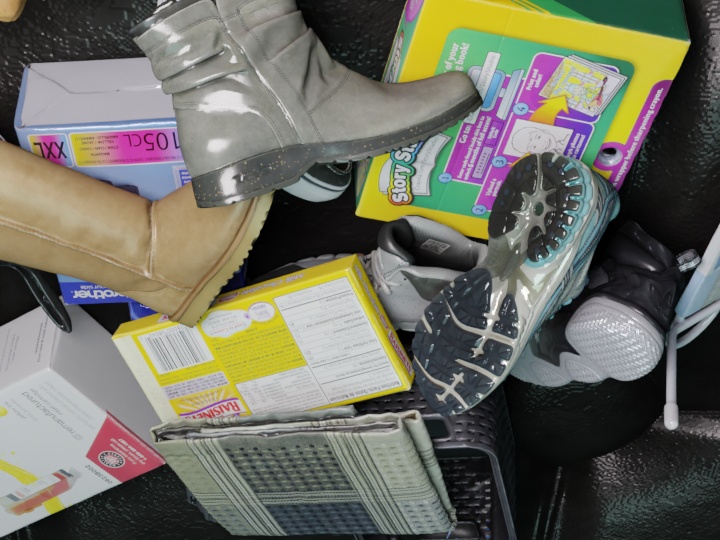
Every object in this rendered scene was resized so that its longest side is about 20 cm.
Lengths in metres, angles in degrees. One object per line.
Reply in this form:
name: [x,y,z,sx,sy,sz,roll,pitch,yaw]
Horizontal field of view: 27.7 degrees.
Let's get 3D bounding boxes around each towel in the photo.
towel: [-0.036,0.150,1.087,0.192,0.035,0.200,-3,149,13]

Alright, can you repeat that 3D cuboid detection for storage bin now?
storage bin: [0.052,0.148,1.184,0.135,0.094,0.200,-4,147,10]

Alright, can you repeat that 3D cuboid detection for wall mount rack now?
wall mount rack: [0.270,0.018,1.047,0.173,0.075,0.200,-27,148,-34]

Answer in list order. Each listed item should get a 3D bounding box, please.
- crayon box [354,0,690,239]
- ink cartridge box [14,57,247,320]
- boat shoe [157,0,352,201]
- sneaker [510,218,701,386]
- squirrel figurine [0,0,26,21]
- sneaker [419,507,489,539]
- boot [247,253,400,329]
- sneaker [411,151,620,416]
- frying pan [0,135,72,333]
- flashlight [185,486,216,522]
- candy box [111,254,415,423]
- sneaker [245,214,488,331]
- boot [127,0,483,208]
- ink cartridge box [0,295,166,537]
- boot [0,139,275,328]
crayon box: [0.101,-0.108,0.980,0.172,0.058,0.200,10,136,-9]
ink cartridge box: [-0.152,-0.049,1.027,0.136,0.077,0.200,-3,137,2]
boat shoe: [-0.050,-0.119,0.952,0.071,0.072,0.200,-20,136,23]
sneaker: [0.171,0.024,1.103,0.076,0.114,0.200,50,154,-21]
squirrel figurine: [-0.251,-0.250,0.806,0.186,0.142,0.201,14,120,0]
sneaker: [0.098,0.294,1.384,0.078,0.070,0.200,-1,129,6]
boot: [-0.041,0.053,1.109,0.199,0.107,0.075,-13,132,10]
sneaker: [0.112,0.018,0.981,0.086,0.078,0.200,7,122,-48]
frying pan: [-0.273,-0.035,1.038,0.115,0.031,0.190,18,134,23]
flashlight: [-0.107,0.155,1.212,0.068,0.068,0.200,42,158,17]
candy box: [-0.070,0.060,1.032,0.199,0.026,0.102,-16,117,25]
sneaker: [0.000,0.000,1.029,0.199,0.075,0.116,-6,153,3]
boot: [-0.028,-0.125,0.872,0.199,0.068,0.131,-19,97,-18]
ink cartridge box: [-0.275,0.126,1.194,0.200,0.084,0.145,-26,130,23]
boot: [-0.169,-0.047,0.930,0.199,0.066,0.175,21,128,-18]
